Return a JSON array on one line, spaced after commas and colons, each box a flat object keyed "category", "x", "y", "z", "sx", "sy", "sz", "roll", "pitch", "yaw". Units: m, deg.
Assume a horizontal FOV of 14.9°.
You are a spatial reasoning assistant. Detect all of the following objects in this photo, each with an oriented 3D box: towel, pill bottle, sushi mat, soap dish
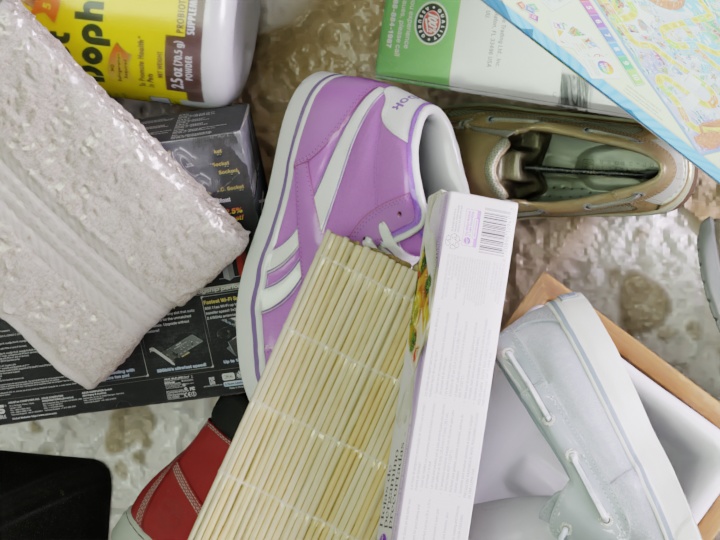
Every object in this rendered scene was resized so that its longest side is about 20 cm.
[{"category": "towel", "x": -0.170, "y": -0.042, "z": 1.484, "sx": 0.132, "sy": 0.034, "sz": 0.200, "roll": -41, "pitch": 104, "yaw": 18}, {"category": "pill bottle", "x": -0.161, "y": -0.155, "z": 1.545, "sx": 0.199, "sy": 0.109, "sz": 0.110, "roll": 7, "pitch": 94, "yaw": 7}, {"category": "sushi mat", "x": -0.014, "y": 0.085, "z": 1.427, "sx": 0.096, "sy": 0.012, "sz": 0.200, "roll": 23, "pitch": 82, "yaw": 9}, {"category": "soap dish", "x": 0.110, "y": 0.126, "z": 1.493, "sx": 0.157, "sy": 0.081, "sz": 0.200, "roll": 37, "pitch": 103, "yaw": 15}]

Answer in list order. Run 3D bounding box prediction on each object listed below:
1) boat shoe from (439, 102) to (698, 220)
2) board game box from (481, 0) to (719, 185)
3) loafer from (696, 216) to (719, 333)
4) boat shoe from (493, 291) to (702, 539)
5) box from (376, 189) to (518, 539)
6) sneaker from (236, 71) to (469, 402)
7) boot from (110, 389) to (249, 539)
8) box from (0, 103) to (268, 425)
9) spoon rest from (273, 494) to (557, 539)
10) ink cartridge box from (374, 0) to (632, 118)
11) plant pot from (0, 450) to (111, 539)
[{"category": "boat shoe", "x": 0.079, "y": -0.058, "z": 1.499, "sx": 0.200, "sy": 0.076, "sz": 0.072, "roll": -5, "pitch": 91, "yaw": 20}, {"category": "board game box", "x": 0.161, "y": -0.146, "z": 1.400, "sx": 0.200, "sy": 0.034, "sz": 0.135, "roll": 39, "pitch": 103, "yaw": 12}, {"category": "loafer", "x": 0.241, "y": 0.055, "z": 1.456, "sx": 0.070, "sy": 0.075, "sz": 0.200, "roll": -28, "pitch": 87, "yaw": 7}, {"category": "boat shoe", "x": 0.124, "y": 0.112, "z": 1.402, "sx": 0.071, "sy": 0.070, "sz": 0.201, "roll": -24, "pitch": 77, "yaw": 1}, {"category": "box", "x": 0.043, "y": 0.060, "z": 1.401, "sx": 0.041, "sy": 0.039, "sz": 0.201, "roll": 9, "pitch": 86, "yaw": -14}, {"category": "sneaker", "x": 0.000, "y": 0.000, "z": 1.482, "sx": 0.114, "sy": 0.073, "sz": 0.201, "roll": 17, "pitch": 103, "yaw": 39}, {"category": "boot", "x": -0.031, "y": 0.160, "z": 1.552, "sx": 0.200, "sy": 0.072, "sz": 0.144, "roll": 43, "pitch": 103, "yaw": 17}, {"category": "box", "x": -0.146, "y": 0.000, "z": 1.545, "sx": 0.199, "sy": 0.050, "sz": 0.158, "roll": -8, "pitch": 112, "yaw": 7}, {"category": "spoon rest", "x": 0.054, "y": 0.155, "z": 1.449, "sx": 0.200, "sy": 0.061, "sz": 0.100, "roll": 15, "pitch": 99, "yaw": 5}, {"category": "ink cartridge box", "x": 0.121, "y": -0.159, "z": 1.475, "sx": 0.200, "sy": 0.084, "sz": 0.146, "roll": 11, "pitch": 96, "yaw": 18}, {"category": "plant pot", "x": -0.272, "y": 0.208, "z": 1.583, "sx": 0.200, "sy": 0.177, "sz": 0.200, "roll": 4, "pitch": 94, "yaw": 18}]
